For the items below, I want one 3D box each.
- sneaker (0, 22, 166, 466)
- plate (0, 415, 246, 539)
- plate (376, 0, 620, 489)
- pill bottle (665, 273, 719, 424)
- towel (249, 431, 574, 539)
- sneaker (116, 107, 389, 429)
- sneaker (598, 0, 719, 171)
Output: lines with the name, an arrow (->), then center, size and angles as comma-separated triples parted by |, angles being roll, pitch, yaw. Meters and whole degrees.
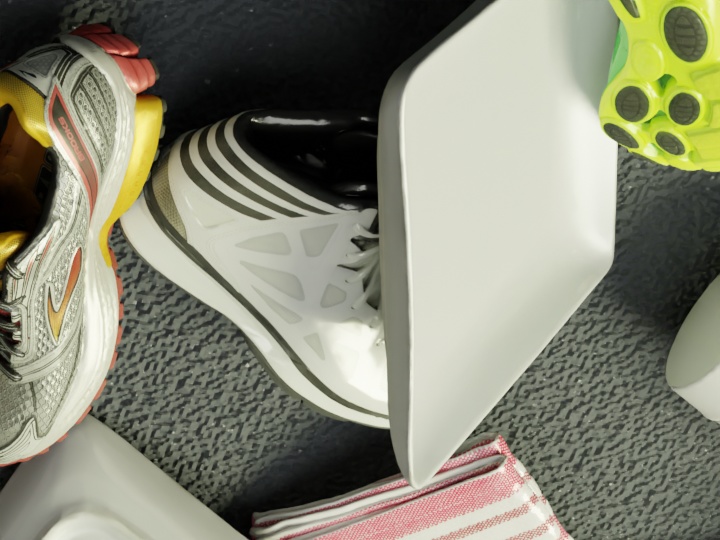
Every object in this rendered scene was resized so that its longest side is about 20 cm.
sneaker -> -0.147, -0.007, 1.026 | 0.082, 0.078, 0.201 | -23, 133, -51
plate -> -0.116, 0.200, 1.124 | 0.199, 0.032, 0.200 | 38, 87, -3
plate -> 0.056, -0.040, 1.038 | 0.032, 0.200, 0.201 | 16, 128, 25
pill bottle -> 0.249, 0.076, 1.158 | 0.200, 0.120, 0.120 | 37, 108, -11
towel -> 0.053, 0.169, 1.204 | 0.146, 0.030, 0.200 | -21, 124, 23
sneaker -> 0.000, 0.000, 1.057 | 0.200, 0.076, 0.115 | 35, 144, -29
sneaker -> 0.141, -0.116, 1.046 | 0.074, 0.084, 0.201 | 13, 147, 19
